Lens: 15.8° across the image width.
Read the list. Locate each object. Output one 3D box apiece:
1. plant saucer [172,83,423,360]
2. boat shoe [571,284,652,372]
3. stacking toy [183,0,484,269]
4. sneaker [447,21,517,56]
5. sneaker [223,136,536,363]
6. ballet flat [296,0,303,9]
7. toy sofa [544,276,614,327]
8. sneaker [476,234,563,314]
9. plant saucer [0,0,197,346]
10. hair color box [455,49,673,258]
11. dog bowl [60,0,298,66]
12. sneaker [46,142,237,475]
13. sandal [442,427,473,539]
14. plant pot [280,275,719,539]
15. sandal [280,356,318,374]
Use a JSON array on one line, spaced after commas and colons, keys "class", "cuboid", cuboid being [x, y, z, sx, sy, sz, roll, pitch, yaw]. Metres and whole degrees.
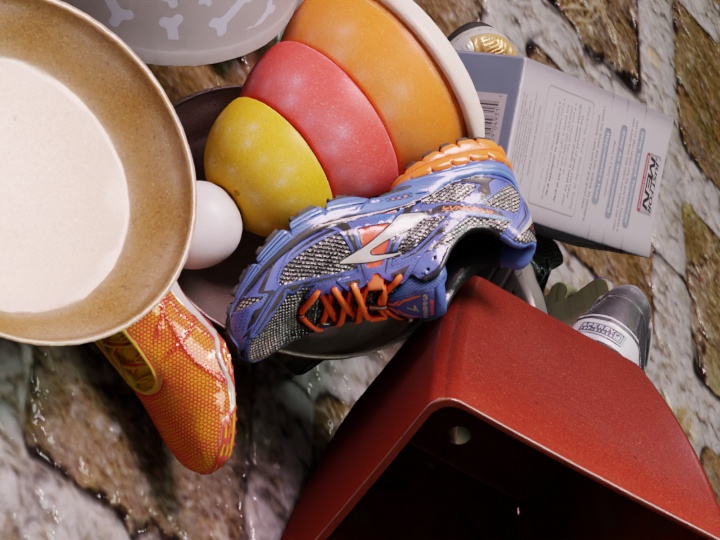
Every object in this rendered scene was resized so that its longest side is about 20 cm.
[{"class": "plant saucer", "cuboid": [-0.045, -0.024, 1.532, 0.200, 0.032, 0.201, 12, 50, -15]}, {"class": "boat shoe", "cuboid": [0.153, 0.086, 1.709, 0.068, 0.073, 0.200, -54, 157, -38]}, {"class": "stacking toy", "cuboid": [-0.041, -0.066, 1.488, 0.200, 0.146, 0.146, -39, 108, -21]}, {"class": "sneaker", "cuboid": [0.060, -0.120, 1.767, 0.200, 0.075, 0.088, 97, -23, -61]}, {"class": "sneaker", "cuboid": [0.013, -0.002, 1.443, 0.079, 0.200, 0.075, 53, -16, 27]}, {"class": "ballet flat", "cuboid": [-0.013, -0.168, 1.645, 0.069, 0.069, 0.200, 24, 27, -52]}, {"class": "toy sofa", "cuboid": [0.171, 0.110, 1.821, 0.083, 0.097, 0.201, 21, 52, -53]}, {"class": "sneaker", "cuboid": [0.101, 0.014, 1.718, 0.114, 0.076, 0.200, 22, 20, -35]}, {"class": "plant saucer", "cuboid": [-0.180, -0.050, 1.344, 0.200, 0.035, 0.201, 15, 62, -29]}, {"class": "hair color box", "cuboid": [0.126, -0.074, 1.692, 0.200, 0.060, 0.099, 14, 86, -54]}, {"class": "dog bowl", "cuboid": [-0.122, -0.204, 1.469, 0.199, 0.059, 0.200, 11, 45, -11]}, {"class": "sneaker", "cuboid": [-0.130, 0.023, 1.419, 0.077, 0.073, 0.200, -23, 86, -41]}, {"class": "sandal", "cuboid": [0.081, 0.108, 1.675, 0.080, 0.057, 0.201, 24, 36, -20]}, {"class": "plant pot", "cuboid": [0.078, 0.125, 1.511, 0.199, 0.200, 0.176, 29, 32, -16]}, {"class": "sandal", "cuboid": [0.000, 0.000, 1.623, 0.057, 0.080, 0.201, 48, 30, 1]}]
